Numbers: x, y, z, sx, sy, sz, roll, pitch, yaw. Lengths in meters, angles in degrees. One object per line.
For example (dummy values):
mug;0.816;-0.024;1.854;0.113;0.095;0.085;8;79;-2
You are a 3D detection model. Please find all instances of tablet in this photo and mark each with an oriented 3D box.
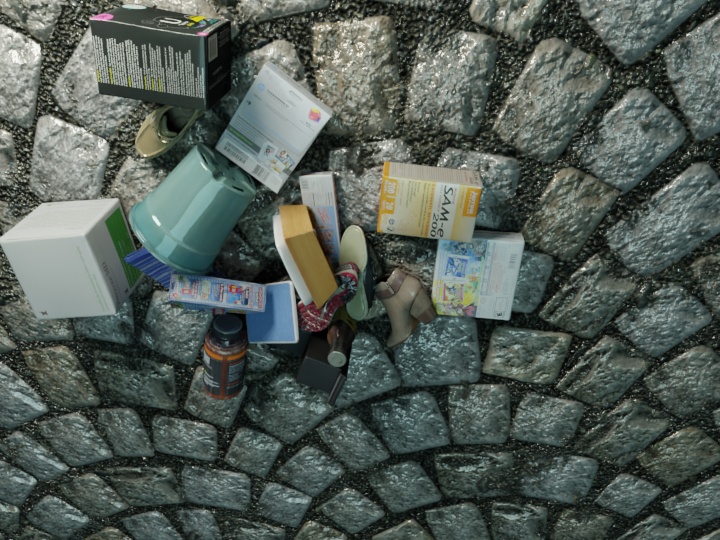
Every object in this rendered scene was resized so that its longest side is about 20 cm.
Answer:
tablet;-0.201;0.095;1.273;0.198;0.013;0.134;-8;88;48

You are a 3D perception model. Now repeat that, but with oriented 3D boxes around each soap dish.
soap dish;-0.110;-0.038;1.148;0.080;0.201;0.160;-24;115;0

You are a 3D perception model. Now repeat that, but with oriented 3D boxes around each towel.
towel;-0.406;0.001;1.277;0.142;0.024;0.200;-20;141;21

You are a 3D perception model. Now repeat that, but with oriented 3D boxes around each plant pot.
plant pot;-0.323;-0.133;1.147;0.199;0.201;0.196;39;110;-17

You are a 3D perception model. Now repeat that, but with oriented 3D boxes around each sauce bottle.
sauce bottle;-0.040;0.131;1.259;0.064;0.202;0.067;2;124;3

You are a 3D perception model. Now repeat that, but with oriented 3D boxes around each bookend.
bookend;-0.123;0.173;1.294;0.195;0.202;0.093;21;121;-8

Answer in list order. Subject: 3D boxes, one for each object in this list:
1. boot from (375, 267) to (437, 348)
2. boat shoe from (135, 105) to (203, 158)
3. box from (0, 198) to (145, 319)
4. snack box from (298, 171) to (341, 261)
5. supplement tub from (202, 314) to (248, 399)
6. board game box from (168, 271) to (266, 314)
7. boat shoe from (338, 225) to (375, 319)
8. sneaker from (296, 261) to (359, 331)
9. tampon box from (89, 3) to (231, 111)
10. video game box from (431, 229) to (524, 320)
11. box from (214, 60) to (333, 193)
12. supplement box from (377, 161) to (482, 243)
boot;0.079;0.082;1.299;0.146;0.070;0.200;44;130;-5
boat shoe;-0.379;-0.284;1.124;0.198;0.065;0.072;-31;114;22
box;-0.613;-0.027;1.242;0.195;0.173;0.203;-3;121;8
snack box;-0.082;-0.110;1.220;0.070;0.024;0.204;-1;121;8
supplement tub;-0.327;0.208;1.391;0.104;0.108;0.204;12;122;-2
board game box;-0.308;0.060;1.246;0.195;0.063;0.200;7;167;-13
boat shoe;0.002;0.000;1.252;0.073;0.066;0.205;-2;100;33
sneaker;-0.071;0.060;1.226;0.199;0.075;0.081;-37;108;29
tampon box;-0.344;-0.380;1.013;0.195;0.151;0.129;9;123;0
video game box;0.249;0.010;1.246;0.177;0.047;0.204;3;121;2
box;-0.171;-0.276;1.122;0.154;0.041;0.201;34;120;-14
supplement box;0.136;-0.137;1.152;0.195;0.074;0.128;6;122;2
